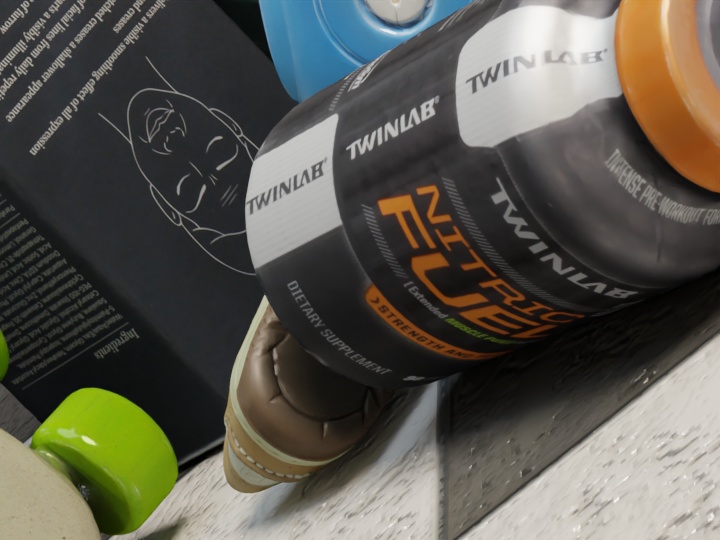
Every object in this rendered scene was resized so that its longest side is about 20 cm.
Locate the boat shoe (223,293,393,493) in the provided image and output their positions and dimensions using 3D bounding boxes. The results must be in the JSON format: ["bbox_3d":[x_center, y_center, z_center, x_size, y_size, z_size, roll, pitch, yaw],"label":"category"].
[{"bbox_3d":[0.000,0.000,0.909,0.200,0.072,0.076,-53,1,-37],"label":"boat shoe"}]

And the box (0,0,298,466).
[{"bbox_3d":[-0.108,-0.036,1.025,0.107,0.200,0.149,-30,18,46],"label":"box"}]

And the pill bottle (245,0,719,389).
[{"bbox_3d":[0.057,-0.036,0.755,0.200,0.106,0.106,-26,22,52],"label":"pill bottle"}]

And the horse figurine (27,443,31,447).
[{"bbox_3d":[-0.099,0.011,1.164,0.200,0.050,0.133,-38,26,-2],"label":"horse figurine"}]

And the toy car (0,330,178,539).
[{"bbox_3d":[-0.180,0.135,0.960,0.164,0.157,0.200,-49,-14,-35],"label":"toy car"}]

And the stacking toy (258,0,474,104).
[{"bbox_3d":[0.047,-0.131,0.922,0.109,0.117,0.200,-2,21,24],"label":"stacking toy"}]

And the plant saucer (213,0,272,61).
[{"bbox_3d":[-0.054,-0.112,1.115,0.200,0.199,0.036,-23,58,55],"label":"plant saucer"}]
